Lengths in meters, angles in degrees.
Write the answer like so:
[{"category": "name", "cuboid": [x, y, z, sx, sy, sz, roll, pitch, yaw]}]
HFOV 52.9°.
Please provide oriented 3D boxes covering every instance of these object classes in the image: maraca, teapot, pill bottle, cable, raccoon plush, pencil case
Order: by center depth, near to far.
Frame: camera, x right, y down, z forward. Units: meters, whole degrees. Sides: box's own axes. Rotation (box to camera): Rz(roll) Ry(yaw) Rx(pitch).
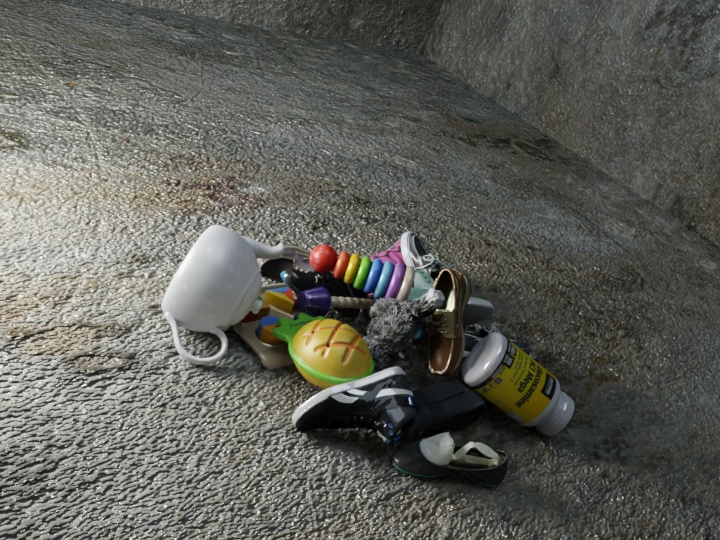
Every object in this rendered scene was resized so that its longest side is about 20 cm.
[{"category": "maraca", "cuboid": [-0.063, 0.130, 1.225, 0.136, 0.108, 0.200, -9, 35, -42]}, {"category": "teapot", "cuboid": [-0.237, 0.033, 1.237, 0.145, 0.201, 0.198, 32, 16, -4]}, {"category": "raccoon plush", "cuboid": [0.054, 0.112, 1.285, 0.096, 0.200, 0.135, 31, 52, -5]}, {"category": "pill bottle", "cuboid": [0.295, 0.215, 1.340, 0.199, 0.113, 0.113, 37, 26, -11]}, {"category": "cable", "cuboid": [0.031, 0.115, 1.452, 0.096, 0.051, 0.200, -10, 26, -19]}, {"category": "pencil case", "cuboid": [0.061, -0.009, 1.614, 0.199, 0.090, 0.094, -21, 86, -55]}]

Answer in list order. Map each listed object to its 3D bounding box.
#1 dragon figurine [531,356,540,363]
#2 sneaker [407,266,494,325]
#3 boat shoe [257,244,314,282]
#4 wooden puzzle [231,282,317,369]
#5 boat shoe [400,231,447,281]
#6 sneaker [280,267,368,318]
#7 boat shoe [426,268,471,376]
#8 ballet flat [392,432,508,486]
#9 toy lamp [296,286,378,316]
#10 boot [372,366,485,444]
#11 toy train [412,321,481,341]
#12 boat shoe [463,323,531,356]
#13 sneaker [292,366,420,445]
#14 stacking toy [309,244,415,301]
[{"category": "dragon figurine", "cuboid": [0.307, 0.202, 1.459, 0.199, 0.059, 0.099, 28, 28, 6]}, {"category": "sneaker", "cuboid": [0.167, 0.044, 1.453, 0.198, 0.074, 0.119, 4, 48, -7]}, {"category": "boat shoe", "cuboid": [-0.120, -0.003, 1.485, 0.199, 0.075, 0.073, 1, 35, -33]}, {"category": "wooden puzzle", "cuboid": [-0.150, 0.087, 1.336, 0.184, 0.047, 0.200, -7, 40, -43]}, {"category": "boat shoe", "cuboid": [0.149, -0.001, 1.585, 0.073, 0.068, 0.201, 7, 61, -48]}, {"category": "sneaker", "cuboid": [-0.068, 0.024, 1.420, 0.199, 0.082, 0.073, 22, 16, -38]}, {"category": "boat shoe", "cuboid": [0.152, 0.091, 1.337, 0.075, 0.202, 0.074, -2, -19, 32]}, {"category": "ballet flat", "cuboid": [0.151, 0.297, 1.170, 0.198, 0.069, 0.068, 12, 31, -18]}, {"category": "toy lamp", "cuboid": [-0.032, 0.062, 1.370, 0.199, 0.059, 0.058, 5, 32, -40]}, {"category": "boot", "cuboid": [0.105, 0.216, 1.279, 0.199, 0.066, 0.165, -9, 50, -41]}, {"category": "toy train", "cuboid": [0.188, 0.125, 1.486, 0.199, 0.085, 0.116, 26, 39, 9]}, {"category": "boat shoe", "cuboid": [0.242, 0.137, 1.418, 0.198, 0.062, 0.075, 7, 8, -2]}, {"category": "sneaker", "cuboid": [0.001, 0.233, 1.132, 0.199, 0.073, 0.112, -20, 58, -15]}, {"category": "stacking toy", "cuboid": [0.000, 0.000, 1.370, 0.198, 0.086, 0.086, 21, 28, -3]}]
